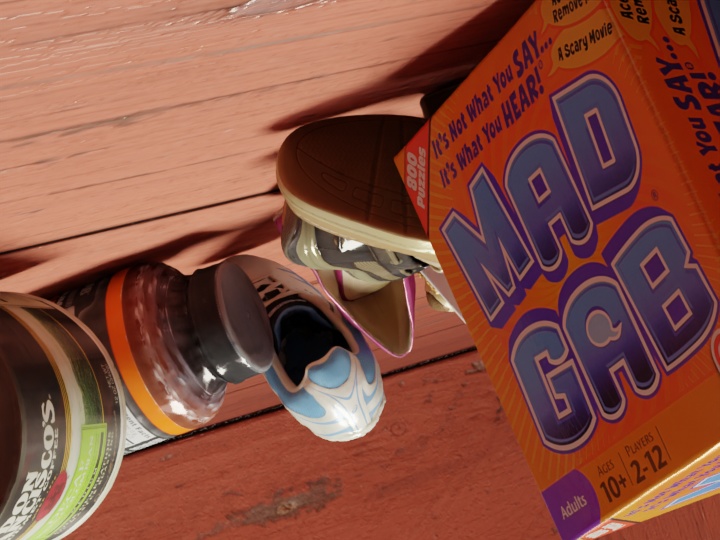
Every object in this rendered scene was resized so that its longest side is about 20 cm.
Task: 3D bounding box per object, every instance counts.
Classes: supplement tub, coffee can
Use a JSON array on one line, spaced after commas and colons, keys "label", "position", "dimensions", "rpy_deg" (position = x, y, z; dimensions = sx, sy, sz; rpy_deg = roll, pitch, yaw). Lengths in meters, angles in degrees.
[{"label": "supplement tub", "position": [-0.155, 0.060, 1.502], "dimensions": [0.199, 0.107, 0.107], "rpy_deg": [-21, 175, 18]}, {"label": "coffee can", "position": [-0.214, 0.080, 1.269], "dimensions": [0.146, 0.147, 0.200], "rpy_deg": [-20, 176, 8]}]

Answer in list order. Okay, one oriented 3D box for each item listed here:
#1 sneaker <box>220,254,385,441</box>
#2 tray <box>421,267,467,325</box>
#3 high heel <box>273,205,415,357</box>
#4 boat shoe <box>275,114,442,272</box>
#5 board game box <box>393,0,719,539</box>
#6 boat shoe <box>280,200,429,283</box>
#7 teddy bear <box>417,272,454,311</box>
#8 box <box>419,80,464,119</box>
[{"label": "sneaker", "position": [-0.044, 0.033, 1.551], "dimensions": [0.072, 0.073, 0.200], "rpy_deg": [-27, -145, -13]}, {"label": "tray", "position": [0.090, -0.018, 1.581], "dimensions": [0.022, 0.107, 0.200], "rpy_deg": [-46, 167, 26]}, {"label": "high heel", "position": [0.000, 0.000, 1.433], "dimensions": [0.067, 0.096, 0.200], "rpy_deg": [-27, 173, -4]}, {"label": "boat shoe", "position": [0.052, -0.022, 1.204], "dimensions": [0.199, 0.072, 0.065], "rpy_deg": [12, 146, -11]}, {"label": "board game box", "position": [0.171, -0.025, 1.089], "dimensions": [0.199, 0.201, 0.200], "rpy_deg": [-17, 165, -29]}, {"label": "boat shoe", "position": [0.027, -0.025, 1.329], "dimensions": [0.073, 0.075, 0.200], "rpy_deg": [7, -174, 24]}, {"label": "teddy bear", "position": [0.105, -0.003, 1.681], "dimensions": [0.067, 0.145, 0.200], "rpy_deg": [-50, 165, 30]}, {"label": "box", "position": [0.104, -0.088, 1.305], "dimensions": [0.121, 0.033, 0.200], "rpy_deg": [-20, 176, 8]}]
